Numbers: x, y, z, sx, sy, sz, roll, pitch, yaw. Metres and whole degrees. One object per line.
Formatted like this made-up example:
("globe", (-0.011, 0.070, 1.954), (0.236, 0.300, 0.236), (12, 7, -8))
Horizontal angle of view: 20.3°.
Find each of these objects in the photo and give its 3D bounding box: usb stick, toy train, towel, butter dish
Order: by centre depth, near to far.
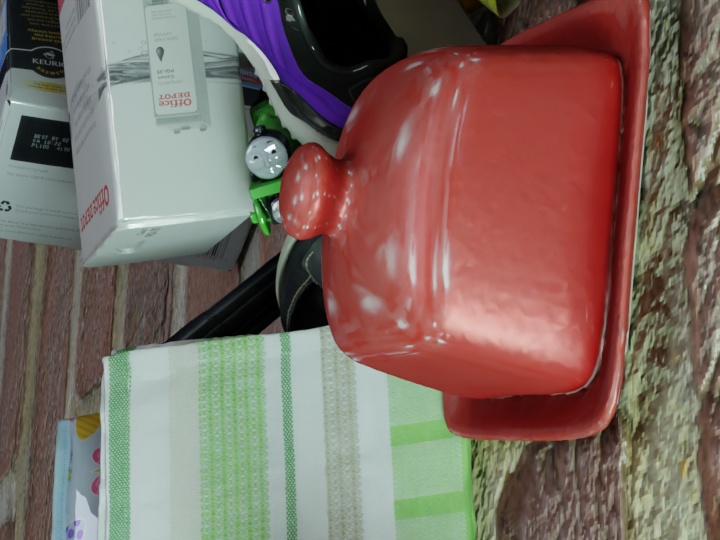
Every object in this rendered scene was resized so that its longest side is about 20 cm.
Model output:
("butter dish", (0.034, -0.027, 0.922), (0.200, 0.147, 0.201), (169, 107, -69))
("towel", (-0.039, 0.103, 1.043), (0.031, 0.198, 0.150), (61, -155, -64))
("toy train", (-0.042, -0.070, 1.128), (0.200, 0.041, 0.057), (-87, -20, -74))
("usb stick", (-0.075, 0.029, 1.201), (0.055, 0.033, 0.200), (-38, 2, 38))

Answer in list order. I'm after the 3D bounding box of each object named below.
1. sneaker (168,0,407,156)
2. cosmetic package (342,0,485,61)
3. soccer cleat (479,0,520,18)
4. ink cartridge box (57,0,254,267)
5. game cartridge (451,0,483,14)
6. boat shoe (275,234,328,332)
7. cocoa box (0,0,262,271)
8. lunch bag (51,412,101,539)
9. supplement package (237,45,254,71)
("sneaker", (-0.044, -0.157, 1.039), (0.200, 0.069, 0.100), (47, 149, 6))
("cosmetic package", (-0.009, -0.169, 1.091), (0.201, 0.050, 0.083), (58, 151, 3))
("soccer cleat", (0.052, -0.166, 0.973), (0.199, 0.064, 0.084), (10, 95, 48))
("ink cartridge box", (-0.124, -0.113, 1.174), (0.146, 0.082, 0.202), (151, 113, -72))
("game cartridge", (0.042, -0.253, 1.021), (0.177, 0.032, 0.200), (53, 145, 12))
("boat shoe", (0.000, 0.000, 1.121), (0.200, 0.071, 0.068), (130, 147, -53))
("cocoa box", (-0.174, -0.102, 1.462), (0.132, 0.198, 0.134), (-102, 27, -45))
("lunch bag", (-0.078, 0.178, 1.100), (0.127, 0.168, 0.201), (54, -150, -55))
("supplement package", (-0.023, -0.219, 1.209), (0.109, 0.113, 0.202), (-171, 88, -72))
